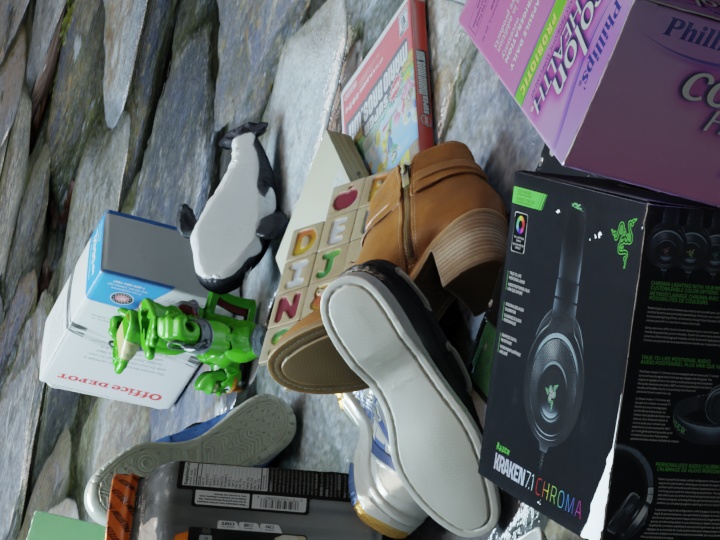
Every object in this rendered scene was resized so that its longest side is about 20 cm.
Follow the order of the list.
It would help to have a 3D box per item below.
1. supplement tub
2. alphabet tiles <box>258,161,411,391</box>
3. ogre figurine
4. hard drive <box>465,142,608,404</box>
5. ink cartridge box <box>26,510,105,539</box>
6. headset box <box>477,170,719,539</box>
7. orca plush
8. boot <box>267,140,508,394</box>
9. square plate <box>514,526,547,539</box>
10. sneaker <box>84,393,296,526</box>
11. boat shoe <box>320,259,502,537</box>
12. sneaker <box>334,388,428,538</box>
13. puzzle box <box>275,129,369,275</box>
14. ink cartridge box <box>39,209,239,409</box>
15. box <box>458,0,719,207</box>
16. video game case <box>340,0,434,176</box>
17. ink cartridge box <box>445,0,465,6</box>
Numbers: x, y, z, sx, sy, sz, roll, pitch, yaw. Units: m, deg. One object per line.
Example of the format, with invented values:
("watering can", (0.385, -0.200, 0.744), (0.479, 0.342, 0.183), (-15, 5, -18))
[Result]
("supplement tub", (-0.086, 0.205, 1.537), (0.123, 0.200, 0.123), (-176, 90, -88))
("alphabet tiles", (0.000, 0.000, 1.594), (0.166, 0.006, 0.200), (-18, 44, 35))
("ogre figurine", (-0.158, 0.062, 1.956), (0.200, 0.120, 0.098), (136, 138, -58))
("hard drive", (0.134, 0.008, 1.345), (0.140, 0.038, 0.200), (-130, 56, -65))
("ink cartridge box", (-0.203, 0.299, 1.815), (0.048, 0.200, 0.146), (-125, 51, -66))
("headset box", (0.151, 0.039, 1.172), (0.174, 0.093, 0.200), (-155, 71, -69))
("orca plush", (-0.121, -0.047, 2.000), (0.071, 0.105, 0.200), (79, -179, -49))
("boot", (0.014, -0.007, 1.513), (0.200, 0.077, 0.155), (-34, 37, 15))
("square plate", (0.078, 0.287, 1.336), (0.198, 0.028, 0.200), (136, 142, -56))
("sneaker", (-0.155, 0.177, 1.810), (0.077, 0.200, 0.111), (58, 153, 8))
("boat shoe", (0.043, 0.084, 1.412), (0.074, 0.200, 0.060), (-31, 2, 32))
("sneaker", (0.035, 0.099, 1.526), (0.088, 0.075, 0.200), (-44, 39, 30))
("puzzle box", (-0.020, -0.014, 1.725), (0.200, 0.025, 0.133), (-113, 41, -57))
("ink cartridge box", (-0.224, 0.043, 2.099), (0.200, 0.146, 0.084), (127, 150, -46))
("box", (0.172, -0.118, 1.125), (0.200, 0.176, 0.097), (-117, 45, -59))
("video game case", (0.021, -0.111, 1.737), (0.143, 0.017, 0.200), (128, 148, -48))
("ink cartridge box", (0.075, -0.278, 1.518), (0.200, 0.144, 0.084), (148, 133, -61))
